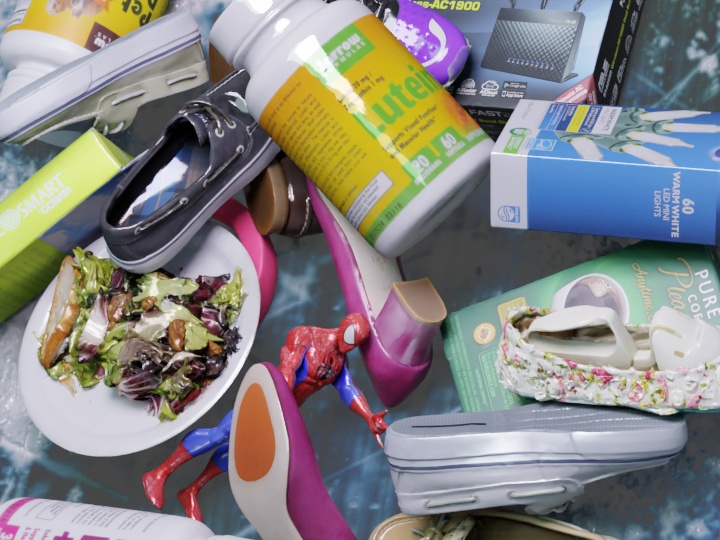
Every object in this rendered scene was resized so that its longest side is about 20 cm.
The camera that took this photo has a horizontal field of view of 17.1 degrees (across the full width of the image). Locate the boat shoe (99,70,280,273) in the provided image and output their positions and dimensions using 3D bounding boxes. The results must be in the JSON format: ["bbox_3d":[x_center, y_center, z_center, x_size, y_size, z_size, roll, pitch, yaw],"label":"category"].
[{"bbox_3d":[-0.118,-0.089,1.730,0.070,0.066,0.200,37,77,27],"label":"boat shoe"}]

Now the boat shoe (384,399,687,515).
[{"bbox_3d":[0.117,0.127,1.577,0.199,0.074,0.067,-2,106,15],"label":"boat shoe"}]

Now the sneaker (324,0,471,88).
[{"bbox_3d":[-0.018,-0.185,1.730,0.200,0.100,0.070,24,80,32],"label":"sneaker"}]

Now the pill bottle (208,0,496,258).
[{"bbox_3d":[-0.009,-0.115,1.654,0.111,0.111,0.200,-43,84,-1],"label":"pill bottle"}]

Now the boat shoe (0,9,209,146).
[{"bbox_3d":[-0.190,-0.134,1.801,0.200,0.062,0.072,-32,13,-34],"label":"boat shoe"}]

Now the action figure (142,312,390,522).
[{"bbox_3d":[-0.056,0.116,1.668,0.200,0.065,0.099,-46,46,14],"label":"action figure"}]

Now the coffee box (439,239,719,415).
[{"bbox_3d":[0.162,0.057,1.640,0.199,0.044,0.123,-22,59,13],"label":"coffee box"}]

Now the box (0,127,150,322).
[{"bbox_3d":[-0.234,-0.034,1.810,0.200,0.122,0.048,-38,78,2],"label":"box"}]

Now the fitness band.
[{"bbox_3d":[-0.148,0.031,1.797,0.143,0.037,0.200,29,80,29],"label":"fitness band"}]

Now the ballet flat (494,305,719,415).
[{"bbox_3d":[0.179,0.055,1.562,0.199,0.064,0.076,0,34,22],"label":"ballet flat"}]

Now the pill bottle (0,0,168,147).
[{"bbox_3d":[-0.215,-0.202,1.896,0.109,0.109,0.201,11,71,28],"label":"pill bottle"}]

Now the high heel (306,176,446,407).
[{"bbox_3d":[0.000,0.000,1.724,0.200,0.067,0.096,56,139,32],"label":"high heel"}]

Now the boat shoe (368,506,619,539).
[{"bbox_3d":[0.090,0.187,1.595,0.199,0.063,0.074,0,66,24],"label":"boat shoe"}]

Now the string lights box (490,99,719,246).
[{"bbox_3d":[0.196,-0.066,1.629,0.199,0.059,0.103,5,27,14],"label":"string lights box"}]

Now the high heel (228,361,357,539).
[{"bbox_3d":[-0.031,0.160,1.617,0.067,0.096,0.201,-11,83,47],"label":"high heel"}]

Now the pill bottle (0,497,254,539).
[{"bbox_3d":[-0.162,0.223,1.658,0.199,0.113,0.114,4,67,25],"label":"pill bottle"}]

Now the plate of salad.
[{"bbox_3d":[-0.166,0.040,1.738,0.199,0.048,0.201,-14,54,19],"label":"plate of salad"}]

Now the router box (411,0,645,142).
[{"bbox_3d":[0.102,-0.173,1.769,0.199,0.062,0.150,6,67,27],"label":"router box"}]

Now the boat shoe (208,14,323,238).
[{"bbox_3d":[-0.063,-0.109,1.815,0.070,0.070,0.201,-4,60,-23],"label":"boat shoe"}]
